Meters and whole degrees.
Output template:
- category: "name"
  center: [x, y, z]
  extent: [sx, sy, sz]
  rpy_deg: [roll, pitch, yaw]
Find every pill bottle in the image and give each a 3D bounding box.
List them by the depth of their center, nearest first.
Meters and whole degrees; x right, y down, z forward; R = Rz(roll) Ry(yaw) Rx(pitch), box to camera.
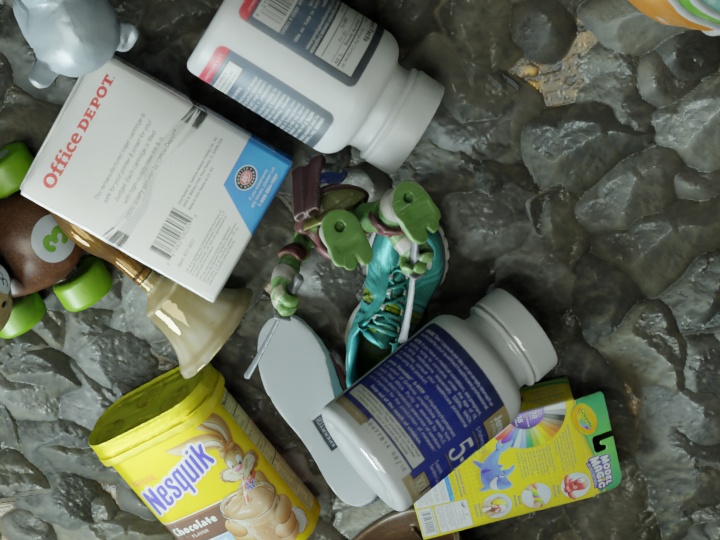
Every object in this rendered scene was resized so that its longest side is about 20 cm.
- category: "pill bottle"
  center: [-0.035, -0.170, 1.671]
  extent: [0.199, 0.120, 0.120]
  rpy_deg: [32, 122, -8]
- category: "pill bottle"
  center: [0.075, 0.111, 1.772]
  extent: [0.200, 0.120, 0.120]
  rpy_deg: [-38, 111, -11]

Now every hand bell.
- category: "hand bell"
  center: [-0.209, 0.000, 1.816]
  extent: [0.200, 0.104, 0.104]
  rpy_deg: [38, 121, -14]

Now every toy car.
- category: "toy car"
  center: [-0.344, 0.011, 1.801]
  extent: [0.157, 0.200, 0.165]
  rpy_deg: [-21, 114, 23]

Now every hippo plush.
- category: "hippo plush"
  center: [-0.239, -0.252, 1.644]
  extent: [0.159, 0.200, 0.161]
  rpy_deg: [-31, 125, -7]

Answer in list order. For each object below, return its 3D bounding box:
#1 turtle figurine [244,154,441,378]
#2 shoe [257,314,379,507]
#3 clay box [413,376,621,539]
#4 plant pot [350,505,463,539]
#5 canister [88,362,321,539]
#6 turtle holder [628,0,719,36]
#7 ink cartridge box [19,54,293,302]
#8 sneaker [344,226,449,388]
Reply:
- category: "turtle figurine"
  center: [0.000, 0.000, 1.672]
  extent: [0.143, 0.194, 0.201]
  rpy_deg: [11, 81, -13]
- category: "shoe"
  center: [-0.025, 0.132, 1.882]
  extent: [0.071, 0.091, 0.201]
  rpy_deg: [-33, 79, 18]
- category: "clay box"
  center: [0.140, 0.175, 1.863]
  extent: [0.199, 0.048, 0.115]
  rpy_deg: [-15, 118, 1]
- category: "plant pot"
  center: [0.074, 0.373, 1.940]
  extent: [0.200, 0.201, 0.198]
  rpy_deg: [-29, 118, 26]
- category: "canister"
  center: [-0.150, 0.201, 1.942]
  extent: [0.148, 0.087, 0.200]
  rpy_deg: [-27, 113, 26]
- category: "turtle holder"
  center: [0.276, -0.272, 1.544]
  extent: [0.132, 0.186, 0.141]
  rpy_deg: [48, 151, -16]
- category: "ink cartridge box"
  center: [-0.180, -0.086, 1.747]
  extent: [0.199, 0.084, 0.146]
  rpy_deg: [30, 96, -5]
- category: "sneaker"
  center: [0.030, 0.033, 1.803]
  extent: [0.077, 0.080, 0.201]
  rpy_deg: [16, 122, 2]
